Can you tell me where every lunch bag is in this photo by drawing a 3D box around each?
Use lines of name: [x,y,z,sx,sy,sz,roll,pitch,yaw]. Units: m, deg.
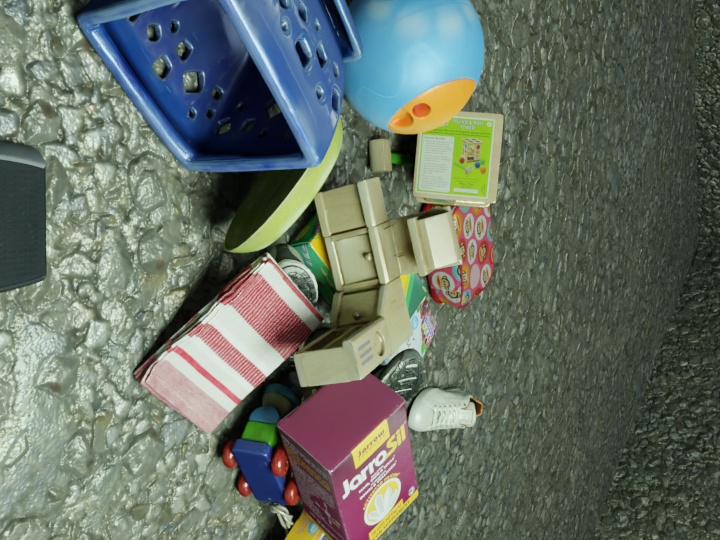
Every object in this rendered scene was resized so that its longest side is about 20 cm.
lunch bag: [0.185,-0.055,1.251,0.176,0.080,0.205,-38,128,-43]

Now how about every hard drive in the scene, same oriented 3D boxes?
hard drive: [-0.342,-0.038,0.552,0.198,0.042,0.139,-9,106,-53]

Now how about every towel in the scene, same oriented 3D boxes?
towel: [-0.144,0.090,0.812,0.200,0.023,0.145,-43,137,-5]

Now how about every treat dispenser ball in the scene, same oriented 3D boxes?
treat dispenser ball: [0.064,-0.283,0.919,0.199,0.197,0.207,-19,114,-50]

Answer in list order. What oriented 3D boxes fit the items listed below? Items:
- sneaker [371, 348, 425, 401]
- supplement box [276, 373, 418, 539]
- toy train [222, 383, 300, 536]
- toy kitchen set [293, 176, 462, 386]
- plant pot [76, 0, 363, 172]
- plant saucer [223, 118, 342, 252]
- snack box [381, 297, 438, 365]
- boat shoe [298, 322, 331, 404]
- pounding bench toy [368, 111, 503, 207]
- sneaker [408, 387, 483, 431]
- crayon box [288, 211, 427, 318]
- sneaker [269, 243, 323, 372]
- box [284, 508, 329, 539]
sneaker: [0.032,0.168,1.028,0.072,0.081,0.202,-4,146,-27]
supplement box: [-0.009,0.238,0.871,0.130,0.102,0.203,-37,136,-27]
toy train: [-0.107,0.255,0.942,0.203,0.082,0.117,78,24,-43]
toy kitchen set: [0.015,-0.001,0.808,0.180,0.159,0.206,-26,104,-63]
plant pot: [-0.119,-0.234,0.692,0.201,0.196,0.183,57,48,-43]
plant saucer: [-0.080,-0.096,0.777,0.031,0.199,0.203,37,66,-20]
snack box: [0.050,0.078,1.121,0.143,0.052,0.202,-55,137,-28]
boat shoe: [-0.044,0.163,0.916,0.070,0.061,0.206,-6,123,-11]
pounding bench toy: [0.113,-0.172,1.093,0.156,0.194,0.128,-19,113,-84]
sneaker: [0.166,0.260,1.307,0.198,0.083,0.075,-5,105,-52]
crayon box: [0.000,0.000,0.978,0.201,0.058,0.120,53,56,-24]
sneaker: [-0.084,0.053,0.913,0.072,0.080,0.204,-10,130,-10]
box: [-0.073,0.421,1.013,0.120,0.041,0.203,-52,152,-32]
